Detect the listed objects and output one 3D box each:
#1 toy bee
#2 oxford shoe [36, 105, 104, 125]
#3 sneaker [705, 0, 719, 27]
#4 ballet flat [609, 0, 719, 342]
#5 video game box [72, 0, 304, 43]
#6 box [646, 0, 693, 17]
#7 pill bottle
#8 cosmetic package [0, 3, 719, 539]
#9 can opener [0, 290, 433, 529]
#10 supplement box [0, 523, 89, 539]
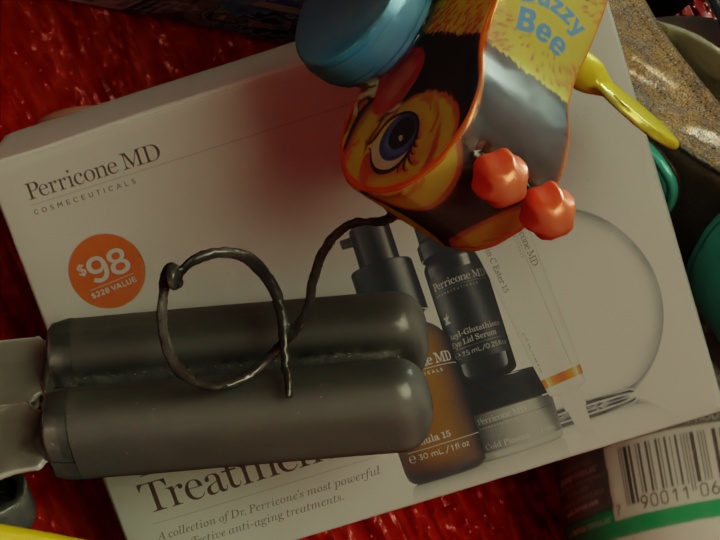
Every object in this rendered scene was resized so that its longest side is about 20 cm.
[{"bbox_3d":[0.036,-0.048,0.564,0.131,0.109,0.200,6,100,-31],"label":"toy bee"},{"bbox_3d":[-0.027,0.003,0.732,0.200,0.071,0.074,24,68,-23],"label":"oxford shoe"},{"bbox_3d":[0.160,-0.090,0.743,0.200,0.077,0.085,47,34,-21],"label":"sneaker"},{"bbox_3d":[0.130,-0.027,0.709,0.067,0.068,0.200,-33,78,-26],"label":"ballet flat"},{"bbox_3d":[-0.027,-0.124,0.687,0.182,0.200,0.047,10,78,-29],"label":"video game box"},{"bbox_3d":[0.067,-0.181,0.785,0.200,0.158,0.050,34,42,-19],"label":"box"},{"bbox_3d":[0.120,0.014,0.788,0.113,0.113,0.200,2,71,-31],"label":"pill bottle"},{"bbox_3d":[0.000,0.000,0.673,0.200,0.052,0.151,-18,103,4],"label":"cosmetic package"},{"bbox_3d":[-0.076,0.049,0.644,0.199,0.067,0.053,-5,48,3],"label":"can opener"},{"bbox_3d":[-0.119,0.136,0.614,0.200,0.109,0.110,15,69,-27],"label":"supplement box"}]
